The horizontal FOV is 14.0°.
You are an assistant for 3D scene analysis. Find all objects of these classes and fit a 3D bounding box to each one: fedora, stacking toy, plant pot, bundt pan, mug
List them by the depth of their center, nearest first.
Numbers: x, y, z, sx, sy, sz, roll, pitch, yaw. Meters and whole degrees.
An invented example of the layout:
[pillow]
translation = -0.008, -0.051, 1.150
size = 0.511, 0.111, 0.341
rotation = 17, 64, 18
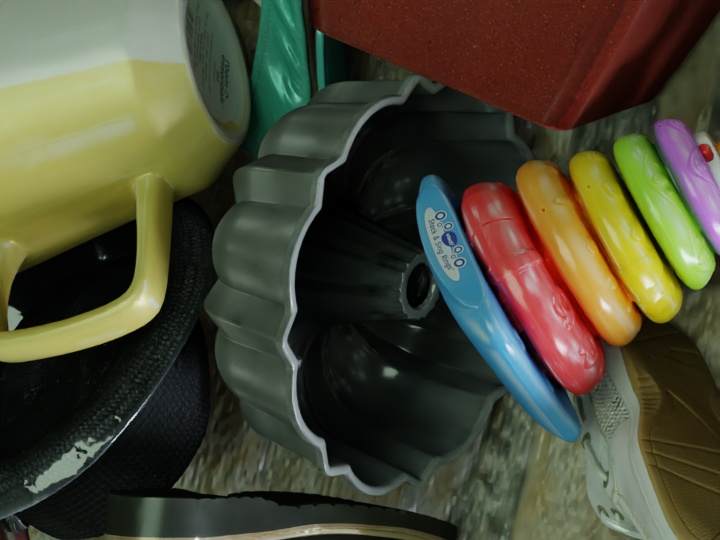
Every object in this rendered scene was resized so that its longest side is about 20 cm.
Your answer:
[stacking toy]
translation = 0.135, -0.025, 1.326
size = 0.200, 0.110, 0.116
rotation = -29, 46, 9
[plant pot]
translation = 0.082, -0.175, 1.356
size = 0.200, 0.200, 0.177
rotation = 25, 109, 19
[mug]
translation = -0.132, -0.063, 1.387
size = 0.153, 0.149, 0.187
rotation = -14, 94, 17
[bundt pan]
translation = 0.000, 0.000, 1.389
size = 0.076, 0.202, 0.202
rotation = 14, 96, 36
[fedora]
translation = -0.132, 0.057, 1.424
size = 0.200, 0.092, 0.201
rotation = -23, 39, 20

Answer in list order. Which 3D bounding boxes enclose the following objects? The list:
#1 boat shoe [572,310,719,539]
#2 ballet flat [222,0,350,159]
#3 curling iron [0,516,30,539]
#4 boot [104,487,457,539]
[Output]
[boat shoe]
translation = 0.138, 0.095, 1.352
size = 0.071, 0.200, 0.069
rotation = 22, 115, -17
[ballet flat]
translation = -0.038, -0.140, 1.409
size = 0.070, 0.067, 0.200
rotation = 9, 114, 14
[curling iron]
translation = -0.166, 0.180, 1.467
size = 0.025, 0.050, 0.200
rotation = -12, 88, 8
[boot]
translation = -0.044, 0.176, 1.403
size = 0.077, 0.200, 0.139
rotation = 2, 87, 52
